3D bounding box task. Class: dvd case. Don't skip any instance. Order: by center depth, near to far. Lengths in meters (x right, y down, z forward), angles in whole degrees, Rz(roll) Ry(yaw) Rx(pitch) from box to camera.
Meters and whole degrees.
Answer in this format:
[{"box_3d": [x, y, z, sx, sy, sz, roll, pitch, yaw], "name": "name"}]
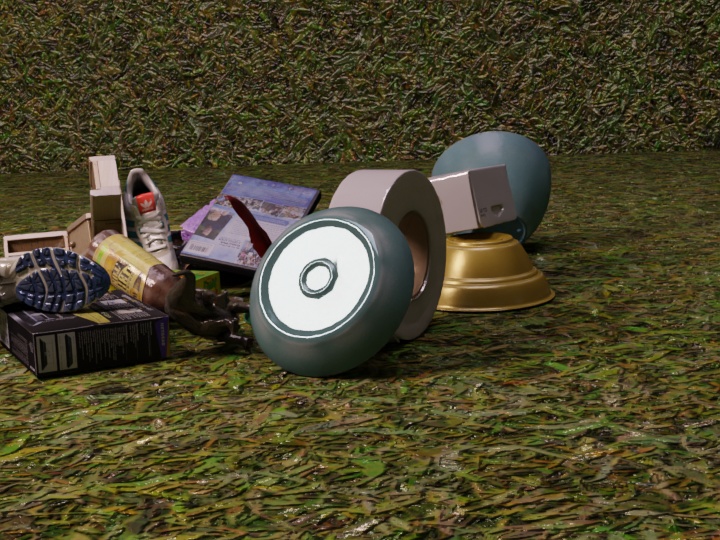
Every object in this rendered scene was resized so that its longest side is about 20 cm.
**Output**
[{"box_3d": [-0.154, -0.064, 1.735, 0.142, 0.018, 0.200, 12, 42, 14], "name": "dvd case"}]

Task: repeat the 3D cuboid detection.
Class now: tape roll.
[{"box_3d": [0.031, -0.018, 1.430, 0.071, 0.203, 0.202, 3, 12, 27], "name": "tape roll"}]

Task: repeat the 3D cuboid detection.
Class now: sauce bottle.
[{"box_3d": [-0.271, 0.015, 1.556, 0.200, 0.065, 0.065, 30, 28, 33], "name": "sauce bottle"}]

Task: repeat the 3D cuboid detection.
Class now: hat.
[{"box_3d": [-0.072, -0.023, 1.531, 0.165, 0.177, 0.200, -2, 10, 2], "name": "hat"}]

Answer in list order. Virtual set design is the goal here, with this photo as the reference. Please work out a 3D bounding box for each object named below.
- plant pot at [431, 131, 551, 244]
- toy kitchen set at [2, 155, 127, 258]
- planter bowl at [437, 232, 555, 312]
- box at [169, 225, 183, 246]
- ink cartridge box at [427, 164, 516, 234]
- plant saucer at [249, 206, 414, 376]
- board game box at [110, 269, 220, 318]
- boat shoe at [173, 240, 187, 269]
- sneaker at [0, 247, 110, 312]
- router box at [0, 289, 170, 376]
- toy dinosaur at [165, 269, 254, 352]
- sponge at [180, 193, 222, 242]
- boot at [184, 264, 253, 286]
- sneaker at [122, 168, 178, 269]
[{"box_3d": [0.219, -0.107, 1.975, 0.199, 0.200, 0.135, -3, 46, 0], "name": "plant pot"}, {"box_3d": [-0.436, -0.037, 1.795, 0.180, 0.200, 0.164, -6, 52, -15], "name": "toy kitchen set"}, {"box_3d": [0.162, -0.005, 1.642, 0.200, 0.084, 0.200, -2, 10, 0], "name": "planter bowl"}, {"box_3d": [-0.224, -0.039, 1.955, 0.199, 0.076, 0.050, -3, 13, -10], "name": "box"}, {"box_3d": [0.102, -0.091, 1.728, 0.199, 0.084, 0.145, -9, 4, 29], "name": "ink cartridge box"}, {"box_3d": [-0.040, 0.014, 1.307, 0.199, 0.201, 0.036, 3, -21, 28], "name": "plant saucer"}, {"box_3d": [-0.303, 0.030, 1.666, 0.199, 0.048, 0.102, 2, 12, 24], "name": "board game box"}, {"box_3d": [-0.264, -0.019, 1.871, 0.199, 0.065, 0.072, 0, 9, 12], "name": "boat shoe"}, {"box_3d": [-0.383, 0.007, 1.448, 0.199, 0.077, 0.085, 0, 7, 16], "name": "sneaker"}, {"box_3d": [-0.331, 0.070, 1.438, 0.157, 0.052, 0.200, -7, 11, -26], "name": "router box"}, {"box_3d": [-0.180, 0.050, 1.398, 0.102, 0.077, 0.200, 2, -9, 25], "name": "toy dinosaur"}, {"box_3d": [-0.149, -0.048, 1.752, 0.200, 0.030, 0.112, 24, 47, 27], "name": "sponge"}, {"box_3d": [-0.178, -0.039, 1.821, 0.199, 0.075, 0.097, -12, 45, -21], "name": "boot"}, {"box_3d": [-0.319, -0.064, 1.810, 0.070, 0.094, 0.200, -11, 57, -11], "name": "sneaker"}]
